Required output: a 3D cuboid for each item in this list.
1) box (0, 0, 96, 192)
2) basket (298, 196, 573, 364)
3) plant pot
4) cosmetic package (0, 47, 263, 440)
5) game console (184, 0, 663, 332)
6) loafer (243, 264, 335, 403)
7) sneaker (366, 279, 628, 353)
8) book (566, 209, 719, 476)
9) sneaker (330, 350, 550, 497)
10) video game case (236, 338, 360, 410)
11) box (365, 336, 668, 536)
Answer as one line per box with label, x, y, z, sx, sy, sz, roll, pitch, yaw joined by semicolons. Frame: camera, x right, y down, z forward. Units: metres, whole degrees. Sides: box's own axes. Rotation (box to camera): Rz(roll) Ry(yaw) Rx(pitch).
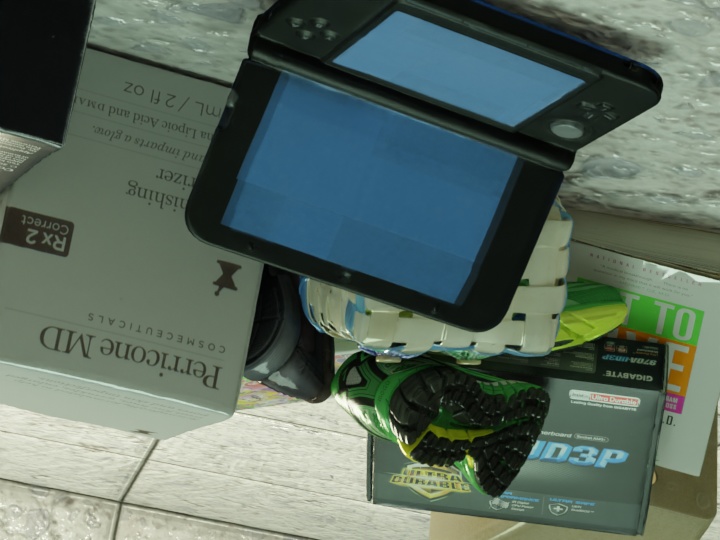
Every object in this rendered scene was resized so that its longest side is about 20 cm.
box;-0.269;-0.122;1.273;0.200;0.104;0.182;15;165;-20
basket;0.035;-0.021;1.409;0.176;0.139;0.200;3;-159;-13
plant pot;0.190;0.153;1.911;0.199;0.200;0.177;16;154;-24
cosmetic package;-0.157;-0.013;1.434;0.165;0.200;0.165;14;166;-17
game console;0.032;-0.062;1.232;0.200;0.119;0.171;18;161;-19
loafer;-0.050;0.011;1.489;0.072;0.200;0.063;-38;121;24
sneaker;0.076;0.008;1.509;0.200;0.084;0.074;5;166;4
book;0.186;0.049;1.581;0.133;0.048;0.200;12;136;9
sneaker;0.055;0.086;1.471;0.085;0.078;0.200;28;179;33
video game case;-0.086;0.076;1.621;0.200;0.018;0.143;-7;165;6
box;0.105;0.107;1.590;0.200;0.046;0.159;7;136;5
